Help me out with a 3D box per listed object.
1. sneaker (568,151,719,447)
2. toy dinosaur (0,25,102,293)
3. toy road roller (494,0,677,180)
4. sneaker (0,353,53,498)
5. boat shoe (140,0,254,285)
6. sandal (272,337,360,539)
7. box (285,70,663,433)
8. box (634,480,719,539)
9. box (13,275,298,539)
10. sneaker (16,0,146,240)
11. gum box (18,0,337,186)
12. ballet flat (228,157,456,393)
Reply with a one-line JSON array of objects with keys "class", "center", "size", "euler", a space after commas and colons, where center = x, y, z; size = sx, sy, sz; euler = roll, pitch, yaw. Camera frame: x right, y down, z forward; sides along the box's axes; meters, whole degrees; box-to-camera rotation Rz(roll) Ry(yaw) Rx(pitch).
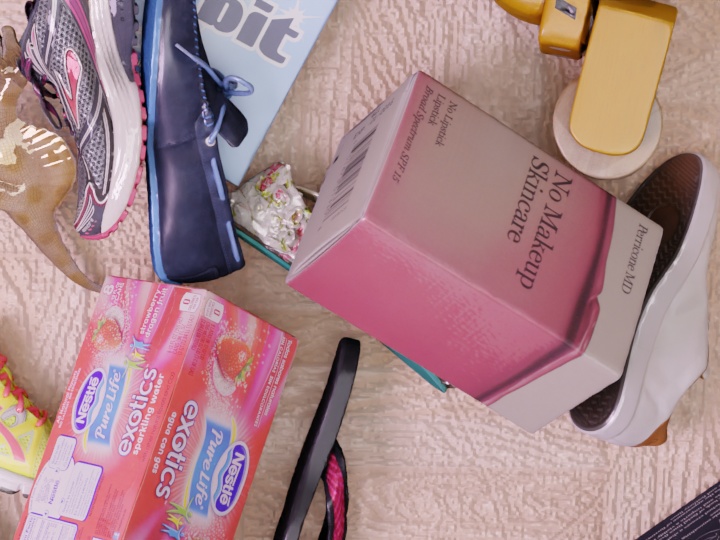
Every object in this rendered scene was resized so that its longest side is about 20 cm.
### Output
[{"class": "sneaker", "center": [0.205, 0.022, 1.611], "size": [0.084, 0.073, 0.201], "euler": [20, 90, -38]}, {"class": "toy dinosaur", "center": [-0.226, -0.053, 1.542], "size": [0.101, 0.058, 0.201], "euler": [-9, 116, 13]}, {"class": "toy road roller", "center": [0.135, -0.165, 1.545], "size": [0.145, 0.123, 0.201], "euler": [12, 92, 6]}, {"class": "sneaker", "center": [-0.248, 0.084, 1.564], "size": [0.199, 0.078, 0.091], "euler": [24, 93, -7]}, {"class": "boat shoe", "center": [-0.103, -0.092, 1.516], "size": [0.068, 0.084, 0.201], "euler": [-4, 116, -7]}, {"class": "sandal", "center": [-0.022, 0.145, 1.595], "size": [0.045, 0.075, 0.201], "euler": [18, 93, -7]}, {"class": "box", "center": [0.074, -0.010, 1.526], "size": [0.200, 0.109, 0.128], "euler": [31, 55, -15]}, {"class": "box", "center": [0.252, 0.223, 1.565], "size": [0.148, 0.200, 0.107], "euler": [-34, 99, 1]}, {"class": "box", "center": [-0.132, 0.115, 1.525], "size": [0.095, 0.102, 0.201], "euler": [30, 73, -45]}, {"class": "sneaker", "center": [-0.176, -0.119, 1.493], "size": [0.074, 0.081, 0.201], "euler": [-6, 98, -14]}, {"class": "gum box", "center": [-0.106, -0.183, 1.555], "size": [0.169, 0.045, 0.201], "euler": [28, 96, -8]}, {"class": "ballet flat", "center": [0.000, 0.000, 1.578], "size": [0.200, 0.076, 0.064], "euler": [38, 85, -11]}]
